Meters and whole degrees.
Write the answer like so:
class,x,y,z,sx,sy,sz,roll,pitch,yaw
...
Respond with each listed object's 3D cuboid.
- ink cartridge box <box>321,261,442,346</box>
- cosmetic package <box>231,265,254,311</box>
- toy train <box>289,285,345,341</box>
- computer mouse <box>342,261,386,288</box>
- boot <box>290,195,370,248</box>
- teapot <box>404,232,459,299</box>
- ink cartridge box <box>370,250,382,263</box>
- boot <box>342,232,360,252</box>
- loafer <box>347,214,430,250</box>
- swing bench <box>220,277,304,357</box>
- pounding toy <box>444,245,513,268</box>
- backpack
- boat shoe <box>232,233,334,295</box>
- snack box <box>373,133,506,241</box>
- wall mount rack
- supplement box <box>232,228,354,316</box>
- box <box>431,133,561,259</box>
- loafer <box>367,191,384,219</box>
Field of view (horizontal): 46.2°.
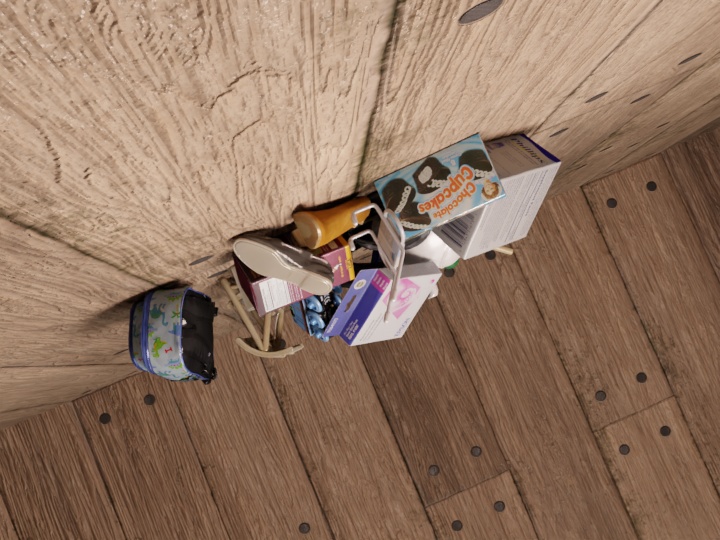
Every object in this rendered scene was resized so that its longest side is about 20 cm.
class,x,y,z,sx,sy,sz,roll,pitch,yaw
ink cartridge box,0.044,0.071,1.695,0.200,0.043,0.197,-8,140,-40
cosmetic package,-0.167,0.010,1.791,0.073,0.104,0.200,-24,175,37
toy train,-0.093,0.061,1.712,0.087,0.114,0.200,-42,149,-23
computer mouse,0.000,0.000,1.761,0.140,0.046,0.200,7,167,-2
boot,-0.044,-0.095,1.480,0.144,0.071,0.201,-28,180,-13
teapot,0.168,-0.080,1.764,0.198,0.146,0.200,-51,164,-34
ink cartridge box,0.041,-0.015,1.868,0.039,0.100,0.200,10,-179,-1
boot,-0.039,-0.064,1.765,0.150,0.073,0.200,-25,174,13
loafer,0.053,-0.073,1.558,0.070,0.068,0.200,16,166,-34
swing bench,-0.220,0.105,1.922,0.129,0.201,0.199,-14,176,2
pounding toy,0.210,-0.086,1.940,0.184,0.201,0.142,-20,175,-32
backpack,-0.371,0.125,1.649,0.146,0.184,0.200,-3,167,4
boat shoe,-0.134,-0.020,1.482,0.200,0.057,0.067,27,132,-24
snack box,0.137,-0.140,1.455,0.199,0.117,0.037,-24,174,11
wall mount rack,0.039,-0.014,1.458,0.074,0.174,0.200,-25,163,-12
supplement box,-0.125,-0.008,1.585,0.199,0.086,0.110,-22,-140,-15
box,0.254,-0.143,1.597,0.200,0.105,0.184,-19,141,-40
loafer,0.075,-0.128,1.577,0.073,0.072,0.200,-19,174,-42
